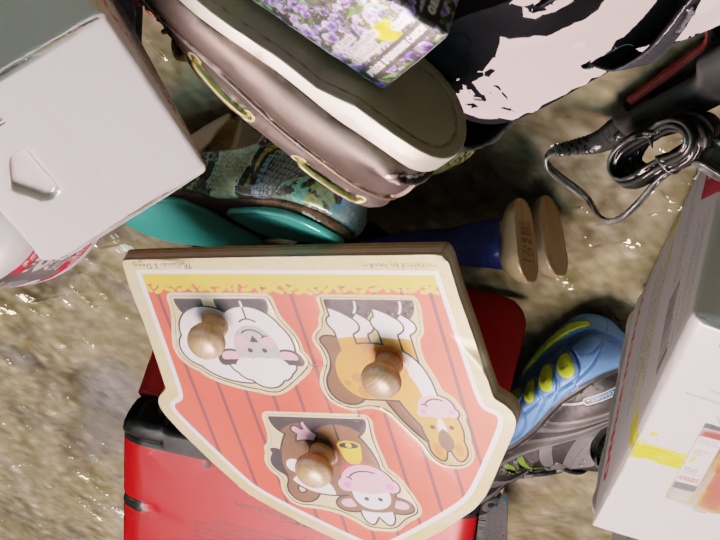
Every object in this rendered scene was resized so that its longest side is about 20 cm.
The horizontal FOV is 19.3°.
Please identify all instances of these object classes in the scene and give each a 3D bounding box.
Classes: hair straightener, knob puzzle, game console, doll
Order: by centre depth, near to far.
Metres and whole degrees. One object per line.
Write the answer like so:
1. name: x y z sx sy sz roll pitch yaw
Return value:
1. hair straightener: 0.145 -0.073 0.940 0.041 0.077 0.200 33 144 -23
2. knob puzzle: -0.016 0.075 1.057 0.218 0.031 0.221 12 132 14
3. doll: 0.000 0.000 1.097 0.199 0.049 0.136 -11 178 26
4. game console: -0.021 0.098 1.180 0.199 0.119 0.173 12 123 12

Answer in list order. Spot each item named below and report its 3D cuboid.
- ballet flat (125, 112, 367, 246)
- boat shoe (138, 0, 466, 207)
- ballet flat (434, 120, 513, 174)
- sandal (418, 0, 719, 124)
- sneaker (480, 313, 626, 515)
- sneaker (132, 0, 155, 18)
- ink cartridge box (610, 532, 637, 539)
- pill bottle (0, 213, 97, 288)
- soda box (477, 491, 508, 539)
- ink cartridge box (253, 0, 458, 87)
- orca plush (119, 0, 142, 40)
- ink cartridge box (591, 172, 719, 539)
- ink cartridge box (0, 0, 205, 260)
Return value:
1. ballet flat: -0.055 -0.048 1.080 0.074 0.075 0.199 43 158 -32
2. boat shoe: -0.048 -0.100 0.892 0.200 0.072 0.059 37 134 -15
3. ballet flat: 0.080 -0.088 0.956 0.057 0.066 0.200 56 139 3
4. sandal: 0.104 -0.109 0.862 0.076 0.043 0.200 40 133 -18
5. sneaker: 0.108 0.098 1.207 0.082 0.071 0.200 32 142 -8
6. sneaker: -0.040 -0.142 0.951 0.199 0.078 0.082 32 137 -30
7. ink cartridge box: 0.196 0.170 1.151 0.087 0.201 0.145 23 146 -12
8. pill bottle: -0.193 -0.045 1.038 0.110 0.112 0.200 16 -177 5
9. soda box: -0.005 0.156 1.285 0.199 0.064 0.068 13 162 -35
10. ink cartridge box: -0.043 -0.175 0.860 0.199 0.109 0.050 33 141 -19
11. orca plush: -0.205 -0.121 1.053 0.199 0.071 0.106 10 145 13
12. ink cartridge box: 0.181 0.028 1.007 0.083 0.146 0.200 16 147 1
13. ink cartridge box: -0.156 -0.124 0.882 0.084 0.201 0.145 -29 155 1
